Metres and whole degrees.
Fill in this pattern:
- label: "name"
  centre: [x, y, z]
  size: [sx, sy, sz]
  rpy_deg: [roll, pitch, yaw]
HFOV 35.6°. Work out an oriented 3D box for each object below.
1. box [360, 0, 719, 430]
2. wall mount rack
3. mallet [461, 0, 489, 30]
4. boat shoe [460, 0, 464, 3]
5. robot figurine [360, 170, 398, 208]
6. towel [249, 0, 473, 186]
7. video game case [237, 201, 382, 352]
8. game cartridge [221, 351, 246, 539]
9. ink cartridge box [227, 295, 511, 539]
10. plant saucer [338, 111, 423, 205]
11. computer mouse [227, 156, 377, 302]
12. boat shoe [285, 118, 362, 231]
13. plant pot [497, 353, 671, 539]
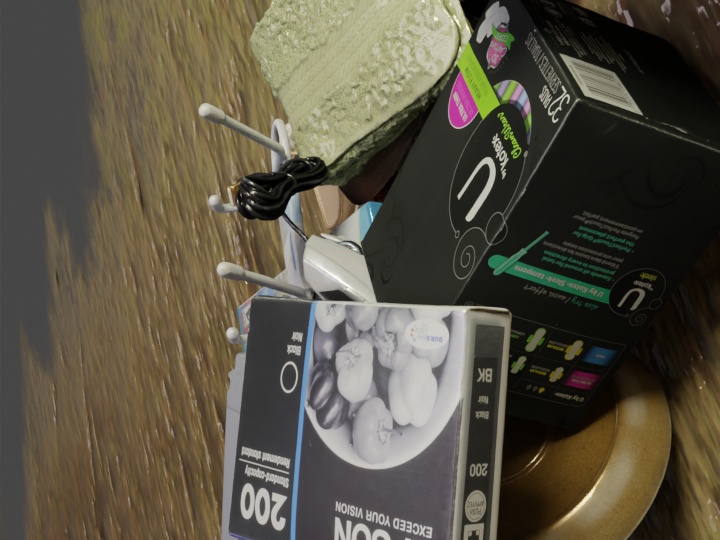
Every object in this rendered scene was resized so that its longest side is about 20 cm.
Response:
- label: "box"
  centre: [0.103, -0.035, 0.651]
  size: [0.149, 0.124, 0.201]
  rpy_deg: [-103, 34, -51]
- label: "wall mount rack"
  centre: [-0.076, -0.029, 0.820]
  size: [0.174, 0.074, 0.201]
  rpy_deg: [110, 151, -68]
- label: "mallet"
  centre: [0.103, -0.107, 0.799]
  size: [0.066, 0.041, 0.201]
  rpy_deg: [-54, 51, 47]
- label: "boat shoe"
  centre: [0.049, -0.220, 0.774]
  size: [0.200, 0.074, 0.063]
  rpy_deg: [-2, 54, 37]
- label: "robot figurine"
  centre: [-0.015, 0.012, 0.950]
  size: [0.200, 0.058, 0.145]
  rpy_deg: [-53, 10, 41]
- label: "towel"
  centre: [-0.004, -0.160, 0.784]
  size: [0.200, 0.036, 0.149]
  rpy_deg: [-36, 74, 48]
- label: "video game case"
  centre: [-0.030, 0.056, 0.864]
  size: [0.200, 0.018, 0.144]
  rpy_deg: [-36, 58, 46]
- label: "game cartridge"
  centre: [-0.055, 0.174, 0.853]
  size: [0.133, 0.041, 0.201]
  rpy_deg: [20, 111, 50]
- label: "ink cartridge box"
  centre: [-0.003, 0.116, 0.613]
  size: [0.198, 0.043, 0.201]
  rpy_deg: [0, 86, 52]
- label: "plant saucer"
  centre: [0.012, -0.153, 0.884]
  size: [0.200, 0.036, 0.202]
  rpy_deg: [-162, 90, -73]
- label: "computer mouse"
  centre: [0.000, 0.000, 0.748]
  size: [0.200, 0.110, 0.044]
  rpy_deg: [49, 114, 10]
- label: "boat shoe"
  centre: [-0.043, -0.128, 1.025]
  size: [0.074, 0.069, 0.201]
  rpy_deg: [-33, 64, 58]
- label: "plant pot"
  centre: [0.094, 0.112, 0.702]
  size: [0.028, 0.200, 0.200]
  rpy_deg: [50, 172, -35]
